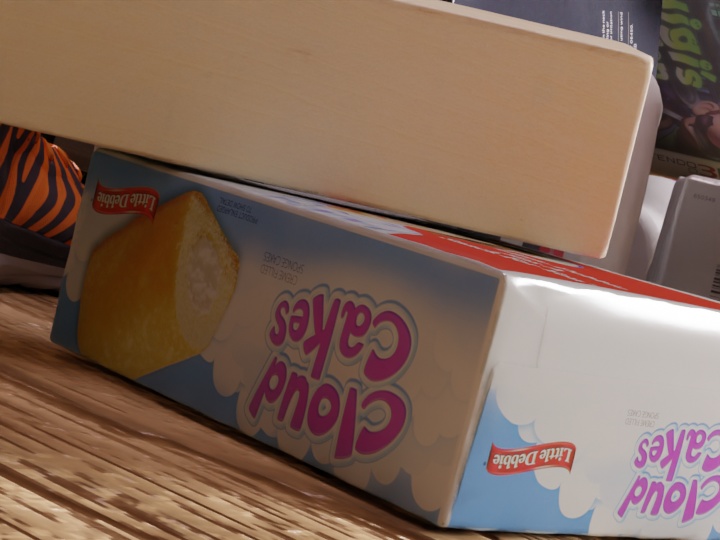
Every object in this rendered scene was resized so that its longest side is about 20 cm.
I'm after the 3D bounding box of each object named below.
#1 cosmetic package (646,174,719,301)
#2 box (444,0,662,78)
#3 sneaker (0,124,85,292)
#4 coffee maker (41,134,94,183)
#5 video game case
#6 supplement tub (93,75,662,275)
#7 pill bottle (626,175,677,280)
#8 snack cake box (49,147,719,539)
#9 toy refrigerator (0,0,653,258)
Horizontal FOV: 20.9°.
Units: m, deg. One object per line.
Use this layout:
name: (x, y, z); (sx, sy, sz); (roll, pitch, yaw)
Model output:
cosmetic package: (0.173, 0.015, 0.901); (0.084, 0.108, 0.200); (14, 5, 8)
box: (0.025, -0.104, 1.027); (0.199, 0.105, 0.182); (11, 10, 41)
sneaker: (-0.135, -0.053, 0.775); (0.077, 0.113, 0.200); (14, 4, 17)
coffee maker: (-0.211, -0.129, 1.045); (0.199, 0.193, 0.134); (13, -13, -33)
video game case: (0.171, -0.119, 1.081); (0.181, 0.023, 0.200); (16, -31, 33)
supplement tub: (0.008, -0.032, 0.758); (0.199, 0.141, 0.140); (14, 4, 7)
pill bottle: (0.177, 0.002, 1.106); (0.104, 0.105, 0.200); (16, 5, 35)
snack cake box: (0.010, 0.019, 0.580); (0.115, 0.068, 0.200); (12, 4, -39)
toy refrigerator: (-0.017, -0.058, 0.611); (0.199, 0.070, 0.076); (12, 10, -2)
